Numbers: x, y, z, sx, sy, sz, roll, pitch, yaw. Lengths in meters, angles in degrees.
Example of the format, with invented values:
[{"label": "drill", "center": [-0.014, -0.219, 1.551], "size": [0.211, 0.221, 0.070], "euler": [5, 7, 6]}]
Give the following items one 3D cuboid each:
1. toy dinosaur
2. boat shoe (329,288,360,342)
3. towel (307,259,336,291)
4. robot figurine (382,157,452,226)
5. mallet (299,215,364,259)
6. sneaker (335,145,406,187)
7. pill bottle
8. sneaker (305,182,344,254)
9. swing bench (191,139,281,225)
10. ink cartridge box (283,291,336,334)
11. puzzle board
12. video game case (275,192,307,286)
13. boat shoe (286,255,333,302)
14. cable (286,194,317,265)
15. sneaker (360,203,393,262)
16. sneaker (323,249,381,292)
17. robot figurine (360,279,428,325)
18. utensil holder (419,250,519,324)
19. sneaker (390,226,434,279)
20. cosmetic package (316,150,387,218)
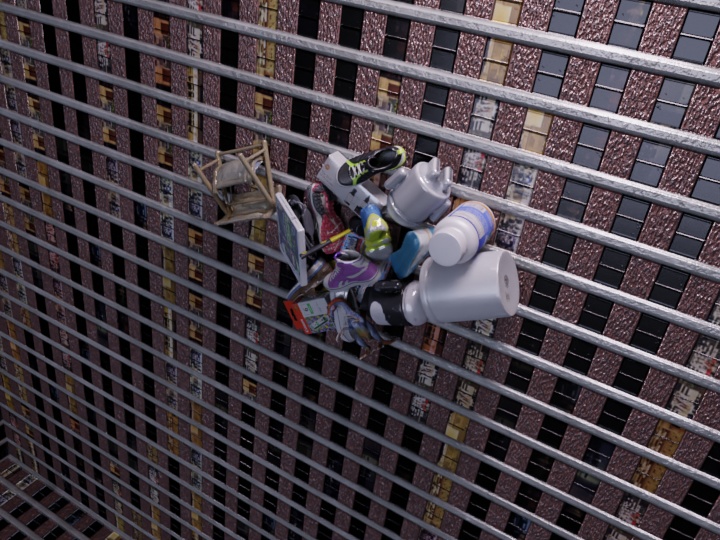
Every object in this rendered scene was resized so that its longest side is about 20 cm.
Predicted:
[{"label": "toy dinosaur", "center": [-0.014, 0.154, 1.774], "size": [0.105, 0.200, 0.183], "euler": [-32, 80, 26]}, {"label": "boat shoe", "center": [-0.034, 0.129, 1.818], "size": [0.065, 0.074, 0.201], "euler": [10, 133, 34]}, {"label": "towel", "center": [-0.084, 0.012, 1.849], "size": [0.199, 0.018, 0.087], "euler": [-15, 109, 35]}, {"label": "robot figurine", "center": [0.141, -0.184, 1.553], "size": [0.169, 0.113, 0.200], "euler": [35, 129, -17]}, {"label": "mallet", "center": [-0.075, -0.087, 1.699], "size": [0.198, 0.066, 0.041], "euler": [-25, 121, 0]}, {"label": "sneaker", "center": [0.019, -0.268, 1.581], "size": [0.198, 0.083, 0.072], "euler": [-21, 86, 19]}, {"label": "pill bottle", "center": [0.235, -0.083, 1.487], "size": [0.111, 0.200, 0.113], "euler": [14, 119, 26]}, {"label": "sneaker", "center": [-0.099, -0.145, 1.752], "size": [0.074, 0.080, 0.202], "euler": [14, 119, 57]}, {"label": "swing bench", "center": [-0.345, -0.246, 1.821], "size": [0.197, 0.130, 0.202], "euler": [-4, 116, 32]}, {"label": "ink cartridge box", "center": [-0.152, 0.133, 1.920], "size": [0.199, 0.050, 0.110], "euler": [-12, 111, 35]}, {"label": "puzzle board", "center": [0.000, 0.000, 1.774], "size": [0.150, 0.017, 0.201], "euler": [28, 125, 11]}, {"label": "video game case", "center": [-0.193, -0.086, 1.766], "size": [0.182, 0.023, 0.201], "euler": [-125, 26, -42]}, {"label": "boat shoe", "center": [-0.147, 0.043, 1.846], "size": [0.072, 0.072, 0.200], "euler": [39, 133, -7]}, {"label": "cable", "center": [-0.174, -0.109, 1.786], "size": [0.163, 0.050, 0.202], "euler": [19, 127, 61]}, {"label": "sneaker", "center": [0.040, -0.102, 1.640], "size": [0.200, 0.075, 0.106], "euler": [90, 168, -64]}, {"label": "sneaker", "center": [-0.049, -0.008, 1.705], "size": [0.199, 0.073, 0.114], "euler": [-16, 134, 42]}, {"label": "robot figurine", "center": [0.101, 0.084, 1.702], "size": [0.198, 0.150, 0.126], "euler": [-1, 95, 32]}, {"label": "utensil holder", "center": [0.268, 0.039, 1.549], "size": [0.198, 0.170, 0.172], "euler": [-8, 108, 31]}, {"label": "sneaker", "center": [0.139, -0.042, 1.644], "size": [0.077, 0.080, 0.200], "euler": [63, 151, 16]}, {"label": "cosmetic package", "center": [-0.018, -0.216, 1.676], "size": [0.200, 0.051, 0.083], "euler": [42, 126, 7]}]
